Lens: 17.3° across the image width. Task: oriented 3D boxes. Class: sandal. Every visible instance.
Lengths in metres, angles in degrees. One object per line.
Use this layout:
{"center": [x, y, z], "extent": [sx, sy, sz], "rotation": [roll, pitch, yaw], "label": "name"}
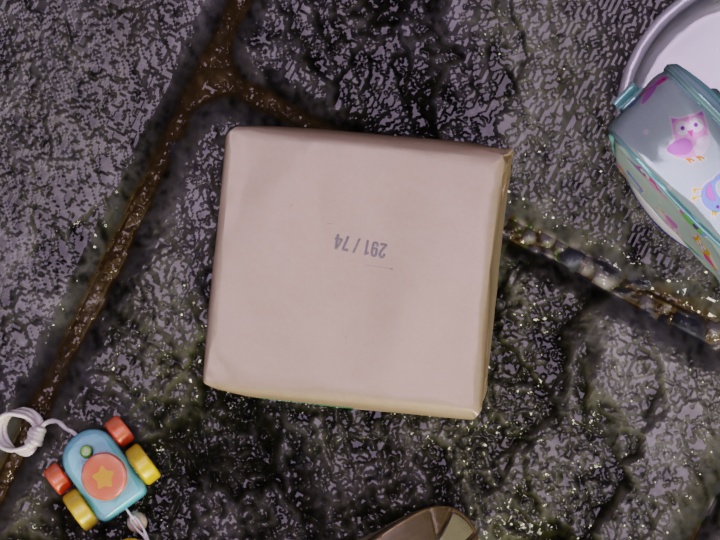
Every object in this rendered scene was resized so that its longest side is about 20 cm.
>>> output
{"center": [-0.010, 0.225, 1.683], "extent": [0.199, 0.054, 0.081], "rotation": [-23, 92, -10], "label": "sandal"}

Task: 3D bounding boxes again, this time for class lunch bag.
{"center": [0.226, -0.055, 1.506], "extent": [0.077, 0.200, 0.161], "rotation": [-40, 84, 2], "label": "lunch bag"}

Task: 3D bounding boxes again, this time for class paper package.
{"center": [0.000, 0.000, 1.657], "extent": [0.198, 0.103, 0.193], "rotation": [6, 89, 5], "label": "paper package"}

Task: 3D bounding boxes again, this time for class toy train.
{"center": [-0.213, 0.198, 1.682], "extent": [0.149, 0.056, 0.202], "rotation": [3, 83, -3], "label": "toy train"}

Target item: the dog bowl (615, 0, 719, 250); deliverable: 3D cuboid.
{"center": [0.276, -0.102, 1.642], "extent": [0.198, 0.079, 0.202], "rotation": [0, 89, 5], "label": "dog bowl"}
